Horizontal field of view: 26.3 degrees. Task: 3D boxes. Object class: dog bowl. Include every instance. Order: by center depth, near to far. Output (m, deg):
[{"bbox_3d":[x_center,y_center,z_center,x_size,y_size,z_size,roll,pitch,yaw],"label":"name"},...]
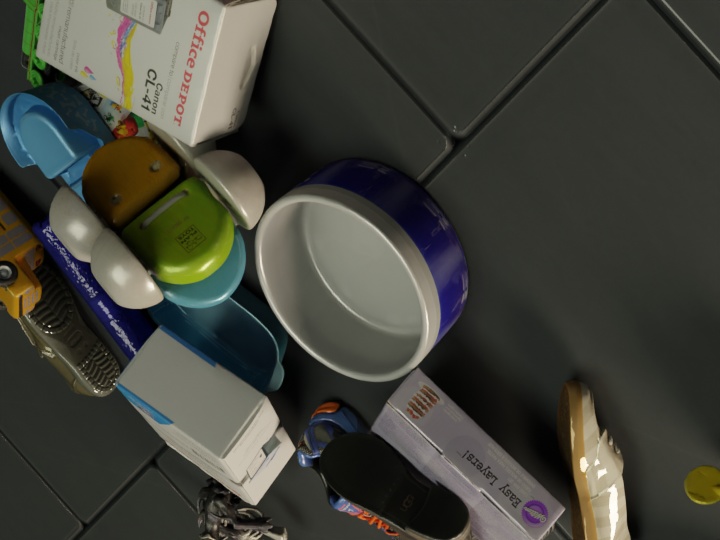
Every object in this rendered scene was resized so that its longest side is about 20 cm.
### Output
[{"bbox_3d":[0.000,0.000,1.447,0.199,0.079,0.202,23,132,27],"label":"dog bowl"},{"bbox_3d":[-0.287,-0.106,1.588,0.111,0.050,0.201,-25,103,48],"label":"dog bowl"}]

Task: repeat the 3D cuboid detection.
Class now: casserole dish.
[{"bbox_3d":[-0.151,0.051,1.651,0.199,0.039,0.122,37,138,15],"label":"casserole dish"}]

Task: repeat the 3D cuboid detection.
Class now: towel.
[{"bbox_3d":[-0.285,0.018,1.702,0.201,0.049,0.148,55,169,-10],"label":"towel"}]

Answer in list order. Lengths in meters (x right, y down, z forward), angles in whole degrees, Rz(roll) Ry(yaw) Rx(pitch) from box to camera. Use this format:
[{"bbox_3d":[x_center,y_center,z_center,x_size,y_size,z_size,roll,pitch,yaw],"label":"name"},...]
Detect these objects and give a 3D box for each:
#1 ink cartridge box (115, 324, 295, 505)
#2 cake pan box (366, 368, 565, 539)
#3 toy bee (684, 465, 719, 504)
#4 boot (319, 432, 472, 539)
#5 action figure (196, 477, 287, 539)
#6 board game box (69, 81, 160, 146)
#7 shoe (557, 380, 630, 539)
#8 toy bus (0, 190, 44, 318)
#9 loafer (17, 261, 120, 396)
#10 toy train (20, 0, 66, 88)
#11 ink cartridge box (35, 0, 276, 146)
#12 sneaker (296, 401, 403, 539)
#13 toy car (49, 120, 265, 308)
[{"bbox_3d":[-0.161,0.158,1.644,0.146,0.086,0.200,33,167,17],"label":"ink cartridge box"},{"bbox_3d":[0.097,0.196,1.483,0.200,0.052,0.184,43,165,9],"label":"cake pan box"},{"bbox_3d":[0.342,0.218,1.291,0.130,0.109,0.201,-4,118,41],"label":"toy bee"},{"bbox_3d":[0.051,0.261,1.536,0.199,0.069,0.175,32,157,33],"label":"boot"},{"bbox_3d":[-0.145,0.309,1.795,0.119,0.101,0.202,179,99,-72],"label":"action figure"},{"bbox_3d":[-0.251,-0.141,1.594,0.199,0.035,0.127,-12,112,46],"label":"board game box"},{"bbox_3d":[0.218,0.187,1.424,0.053,0.070,0.202,-11,116,-2],"label":"shoe"},{"bbox_3d":[-0.429,-0.044,1.767,0.200,0.078,0.065,48,152,14],"label":"toy bus"},{"bbox_3d":[-0.369,0.072,1.830,0.069,0.075,0.201,-23,104,43],"label":"loafer"},{"bbox_3d":[-0.317,-0.266,1.556,0.056,0.042,0.201,44,140,20],"label":"toy train"},{"bbox_3d":[-0.192,-0.227,1.418,0.199,0.085,0.149,31,121,22],"label":"ink cartridge box"},{"bbox_3d":[0.004,0.237,1.624,0.200,0.078,0.075,47,140,2],"label":"sneaker"},{"bbox_3d":[-0.181,-0.040,1.465,0.200,0.175,0.150,40,165,40],"label":"toy car"}]
